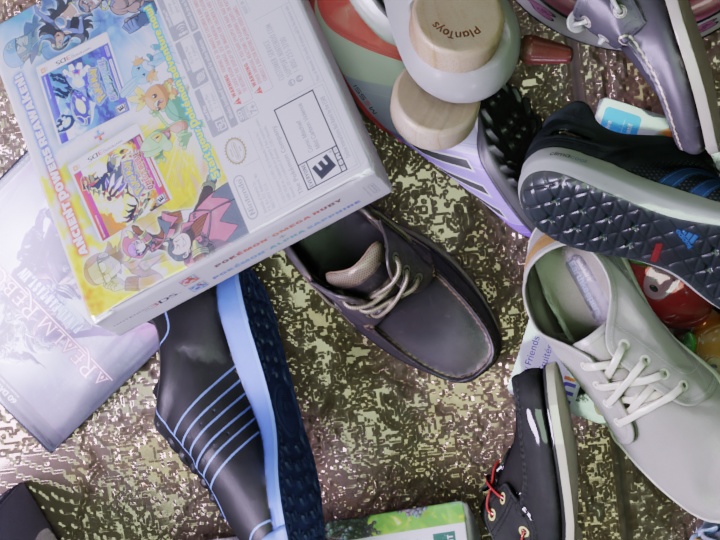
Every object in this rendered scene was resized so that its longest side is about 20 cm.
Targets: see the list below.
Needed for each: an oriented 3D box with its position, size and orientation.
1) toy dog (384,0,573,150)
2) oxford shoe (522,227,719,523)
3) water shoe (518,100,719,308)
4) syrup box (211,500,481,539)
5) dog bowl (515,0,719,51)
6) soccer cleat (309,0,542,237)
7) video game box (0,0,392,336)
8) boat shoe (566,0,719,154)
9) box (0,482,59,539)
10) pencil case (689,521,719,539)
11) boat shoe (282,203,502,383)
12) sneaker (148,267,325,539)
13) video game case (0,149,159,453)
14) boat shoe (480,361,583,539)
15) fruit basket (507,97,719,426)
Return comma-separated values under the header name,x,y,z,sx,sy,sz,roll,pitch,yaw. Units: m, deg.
name,x,y,z,sx,sy,sz,roll,pitch,yaw
toy dog,0.056,-0.169,1.028,0.095,0.132,0.202,-6,85,-12
oxford shoe,0.152,0.058,1.054,0.075,0.058,0.201,-35,85,25
water shoe,0.186,-0.036,1.022,0.199,0.079,0.072,22,141,0
syrup box,-0.023,0.200,1.141,0.198,0.082,0.079,-9,70,7
dog bowl,0.157,-0.222,1.066,0.198,0.074,0.202,1,99,5
soccer cleat,0.045,-0.094,1.112,0.073,0.068,0.200,-32,104,38
video game box,-0.100,-0.091,1.075,0.181,0.047,0.201,-26,68,7
boat shoe,0.138,-0.150,1.011,0.062,0.073,0.201,-21,92,16
box,-0.233,0.232,1.118,0.114,0.200,0.133,-32,96,11
pencil case,0.258,0.238,1.130,0.090,0.083,0.202,-13,98,12
boat shoe,0.000,0.000,1.116,0.200,0.073,0.075,40,105,-6
sneaker,-0.077,0.100,1.111,0.077,0.070,0.202,-18,72,17
video game case,-0.171,-0.004,1.159,0.200,0.019,0.143,-43,96,12
boat shoe,0.100,0.142,1.109,0.062,0.074,0.203,0,125,9
fruit basket,0.205,0.018,1.089,0.198,0.094,0.187,18,101,0
